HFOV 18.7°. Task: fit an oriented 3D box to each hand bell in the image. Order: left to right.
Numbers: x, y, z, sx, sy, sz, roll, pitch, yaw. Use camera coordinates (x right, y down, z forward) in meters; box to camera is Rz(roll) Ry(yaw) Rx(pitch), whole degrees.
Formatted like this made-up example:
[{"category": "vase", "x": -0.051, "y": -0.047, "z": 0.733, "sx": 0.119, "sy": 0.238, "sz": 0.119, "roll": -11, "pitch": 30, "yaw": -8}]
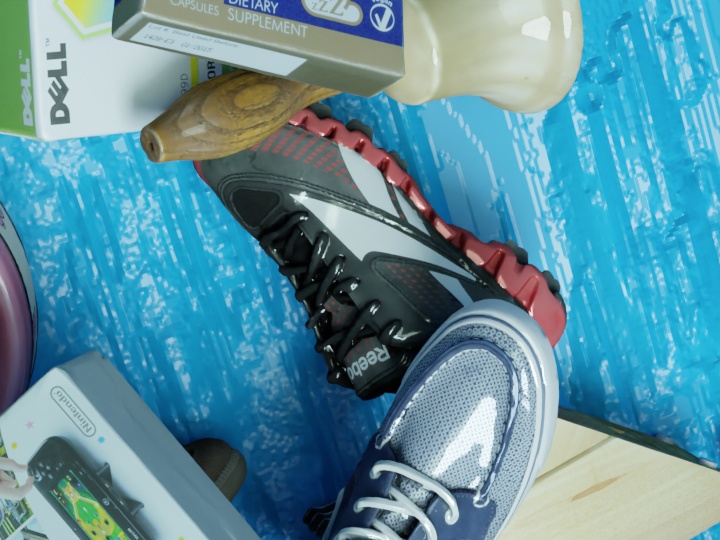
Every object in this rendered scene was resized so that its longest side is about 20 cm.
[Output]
[{"category": "hand bell", "x": -0.010, "y": -0.085, "z": 0.942, "sx": 0.199, "sy": 0.104, "sz": 0.105, "roll": -26, "pitch": 108, "yaw": -32}]

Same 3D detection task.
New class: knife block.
[{"category": "knife block", "x": 0.065, "y": 0.147, "z": 1.065, "sx": 0.199, "sy": 0.064, "sz": 0.177, "roll": 19, "pitch": 95, "yaw": -21}]

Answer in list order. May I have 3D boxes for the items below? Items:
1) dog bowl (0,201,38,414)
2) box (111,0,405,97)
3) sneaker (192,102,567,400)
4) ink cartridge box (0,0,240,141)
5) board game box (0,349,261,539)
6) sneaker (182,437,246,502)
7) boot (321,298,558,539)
[{"category": "dog bowl", "x": -0.230, "y": 0.032, "z": 0.937, "sx": 0.198, "sy": 0.074, "sz": 0.202, "roll": -4, "pitch": 101, "yaw": -19}, {"category": "box", "x": -0.041, "y": -0.179, "z": 0.897, "sx": 0.120, "sy": 0.032, "sz": 0.202, "roll": 10, "pitch": 68, "yaw": -30}, {"category": "sneaker", "x": 0.000, "y": 0.000, "z": 0.987, "sx": 0.200, "sy": 0.071, "sz": 0.098, "roll": 36, "pitch": 52, "yaw": -12}, {"category": "ink cartridge box", "x": -0.152, "y": -0.127, "z": 0.903, "sx": 0.199, "sy": 0.076, "sz": 0.149, "roll": -10, "pitch": 104, "yaw": -36}, {"category": "board game box", "x": -0.138, "y": 0.154, "z": 0.891, "sx": 0.200, "sy": 0.064, "sz": 0.148, "roll": -42, "pitch": 88, "yaw": 10}, {"category": "sneaker", "x": -0.140, "y": 0.122, "z": 0.979, "sx": 0.200, "sy": 0.070, "sz": 0.076, "roll": -37, "pitch": 97, "yaw": -24}, {"category": "boot", "x": 0.020, "y": 0.112, "z": 0.929, "sx": 0.072, "sy": 0.090, "sz": 0.201, "roll": 27, "pitch": 115, "yaw": 14}]
